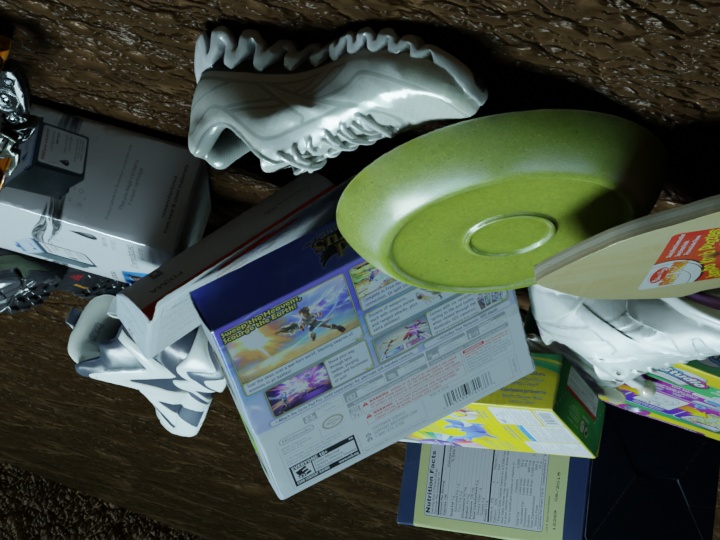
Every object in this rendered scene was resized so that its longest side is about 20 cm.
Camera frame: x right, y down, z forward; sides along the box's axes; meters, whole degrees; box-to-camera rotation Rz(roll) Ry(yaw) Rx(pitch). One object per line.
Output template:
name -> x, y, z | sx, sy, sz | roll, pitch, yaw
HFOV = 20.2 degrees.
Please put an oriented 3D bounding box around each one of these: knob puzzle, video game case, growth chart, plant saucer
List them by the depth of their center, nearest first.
knob puzzle -> 0.198, -0.022, 1.178 | 0.219, 0.031, 0.220 | -9, 166, -2
plant saucer -> 0.086, -0.032, 1.191 | 0.200, 0.031, 0.200 | -7, 156, -3
video game case -> 0.006, 0.041, 1.326 | 0.045, 0.200, 0.181 | 56, 169, 42
growth chart -> 0.105, 0.069, 1.491 | 0.200, 0.018, 0.145 | -1, 156, 36

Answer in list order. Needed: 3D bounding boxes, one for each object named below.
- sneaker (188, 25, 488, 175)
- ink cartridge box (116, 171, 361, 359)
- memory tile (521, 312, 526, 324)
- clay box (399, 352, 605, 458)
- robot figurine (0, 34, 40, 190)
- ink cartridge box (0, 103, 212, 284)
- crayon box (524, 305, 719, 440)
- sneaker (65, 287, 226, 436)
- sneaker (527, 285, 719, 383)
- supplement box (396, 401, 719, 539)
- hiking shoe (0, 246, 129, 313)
sneaker -> -0.017, -0.091, 1.151 | 0.200, 0.081, 0.075 | 3, 159, 37
ink cartridge box -> -0.087, -0.017, 1.363 | 0.057, 0.162, 0.200 | 54, 166, 10
memory tile -> 0.024, 0.031, 1.645 | 0.200, 0.017, 0.153 | 23, 154, -26
clay box -> 0.068, 0.093, 1.485 | 0.200, 0.048, 0.115 | 4, 159, 25
robot figurine -> -0.287, -0.099, 1.329 | 0.145, 0.058, 0.200 | 23, 135, -6
ink cartridge box -> -0.217, -0.059, 1.487 | 0.200, 0.086, 0.146 | 14, 166, 2
crayon box -> 0.239, 0.068, 1.518 | 0.200, 0.058, 0.173 | 20, 164, -12
sneaker -> -0.170, 0.064, 1.575 | 0.129, 0.080, 0.199 | 21, 164, -7
sneaker -> 0.201, 0.032, 1.331 | 0.200, 0.075, 0.100 | 15, 127, 32
supplement box -> 0.173, 0.169, 1.741 | 0.200, 0.135, 0.200 | 3, 173, 42
hiking shoe -> -0.233, -0.031, 1.618 | 0.200, 0.101, 0.076 | -10, 159, -47
